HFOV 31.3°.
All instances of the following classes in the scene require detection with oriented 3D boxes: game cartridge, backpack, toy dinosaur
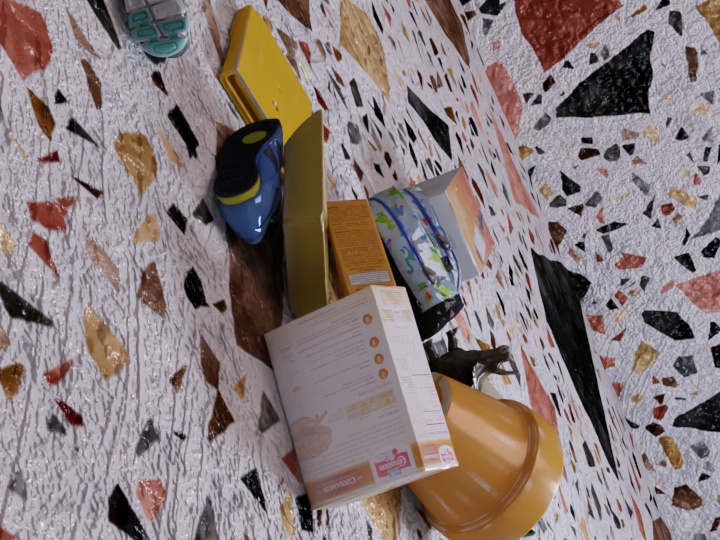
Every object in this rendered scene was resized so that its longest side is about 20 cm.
[{"bbox_3d":[-0.119,-0.232,1.668,0.176,0.032,0.200,59,18,-30],"label":"game cartridge"},{"bbox_3d":[0.060,-0.014,1.767,0.200,0.154,0.163,49,-15,0],"label":"backpack"},{"bbox_3d":[0.117,0.143,1.746,0.077,0.200,0.102,-20,76,-42],"label":"toy dinosaur"}]

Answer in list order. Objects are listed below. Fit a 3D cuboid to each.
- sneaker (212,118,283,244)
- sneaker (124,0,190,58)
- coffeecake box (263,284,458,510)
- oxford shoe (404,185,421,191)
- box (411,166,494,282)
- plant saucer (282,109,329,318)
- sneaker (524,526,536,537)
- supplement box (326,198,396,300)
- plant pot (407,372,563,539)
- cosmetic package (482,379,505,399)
[{"bbox_3d":[-0.120,-0.103,1.464,0.200,0.066,0.079,-82,155,-55],"label":"sneaker"},{"bbox_3d":[-0.231,-0.315,1.379,0.091,0.077,0.200,55,20,-84],"label":"sneaker"},{"bbox_3d":[-0.002,0.136,1.367,0.073,0.153,0.200,5,65,-55],"label":"coffeecake box"},{"bbox_3d":[0.080,-0.032,1.995,0.075,0.058,0.200,-35,117,-65],"label":"oxford shoe"},{"bbox_3d":[0.135,-0.067,2.115,0.153,0.106,0.200,66,18,-10],"label":"box"},{"bbox_3d":[-0.063,-0.052,1.501,0.200,0.048,0.200,-92,180,-46],"label":"plant saucer"},{"bbox_3d":[0.243,0.360,1.998,0.200,0.074,0.118,10,54,-59],"label":"sneaker"},{"bbox_3d":[0.000,0.000,1.622,0.067,0.069,0.200,97,-20,-48],"label":"supplement box"},{"bbox_3d":[0.124,0.229,1.636,0.183,0.200,0.200,39,31,-29],"label":"plant pot"},{"bbox_3d":[0.195,0.243,1.893,0.200,0.073,0.104,48,22,-7],"label":"cosmetic package"}]
